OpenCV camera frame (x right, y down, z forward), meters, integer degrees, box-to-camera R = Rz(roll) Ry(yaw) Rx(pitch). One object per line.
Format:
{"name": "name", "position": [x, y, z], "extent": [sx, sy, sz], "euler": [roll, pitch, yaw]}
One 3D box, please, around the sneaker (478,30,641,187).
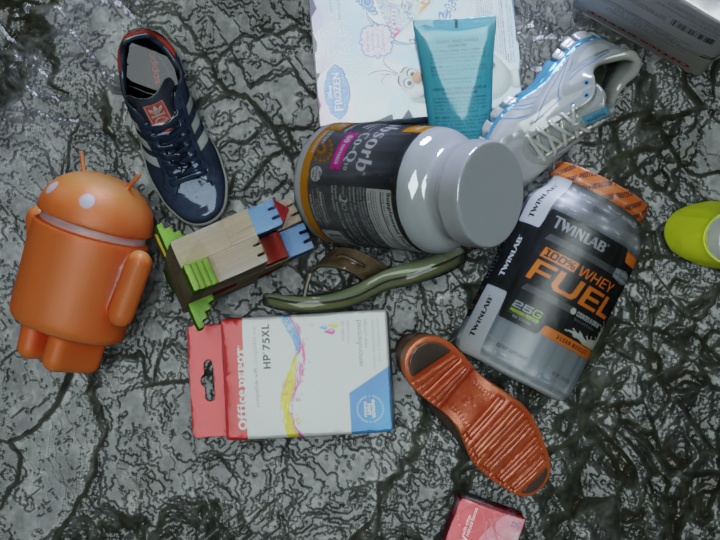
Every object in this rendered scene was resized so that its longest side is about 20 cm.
{"name": "sneaker", "position": [0.187, -0.144, 1.615], "extent": [0.200, 0.086, 0.075], "euler": [-51, 125, -14]}

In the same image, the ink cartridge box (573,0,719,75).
{"name": "ink cartridge box", "position": [0.284, -0.264, 1.589], "extent": [0.145, 0.200, 0.084], "euler": [30, 86, 3]}

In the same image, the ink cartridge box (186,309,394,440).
{"name": "ink cartridge box", "position": [-0.069, 0.101, 1.652], "extent": [0.198, 0.067, 0.117], "euler": [-4, 87, 2]}

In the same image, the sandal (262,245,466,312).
{"name": "sandal", "position": [0.001, 0.000, 1.651], "extent": [0.199, 0.080, 0.058], "euler": [-17, 92, -8]}

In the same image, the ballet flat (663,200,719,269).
{"name": "ballet flat", "position": [0.389, -0.026, 1.641], "extent": [0.198, 0.067, 0.067], "euler": [13, 89, 3]}

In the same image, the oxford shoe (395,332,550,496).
{"name": "oxford shoe", "position": [0.108, 0.131, 1.649], "extent": [0.071, 0.073, 0.200], "euler": [-41, 105, -5]}

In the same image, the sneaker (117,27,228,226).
{"name": "sneaker", "position": [-0.186, -0.138, 1.658], "extent": [0.074, 0.085, 0.201], "euler": [-23, 87, 1]}

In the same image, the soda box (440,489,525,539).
{"name": "soda box", "position": [0.092, 0.314, 1.639], "extent": [0.069, 0.063, 0.202], "euler": [19, 89, 3]}

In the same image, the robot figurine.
{"name": "robot figurine", "position": [-0.263, -0.007, 1.633], "extent": [0.116, 0.144, 0.202], "euler": [15, 97, -14]}

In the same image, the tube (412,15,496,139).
{"name": "tube", "position": [0.094, -0.137, 1.632], "extent": [0.077, 0.050, 0.202], "euler": [-5, 107, -3]}

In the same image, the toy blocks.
{"name": "toy blocks", "position": [-0.108, -0.019, 1.606], "extent": [0.136, 0.200, 0.101], "euler": [-24, 86, -11]}

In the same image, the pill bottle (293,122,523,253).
{"name": "pill bottle", "position": [0.043, -0.075, 1.585], "extent": [0.199, 0.116, 0.117], "euler": [6, 87, 43]}

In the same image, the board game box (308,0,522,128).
{"name": "board game box", "position": [0.050, -0.244, 1.674], "extent": [0.197, 0.043, 0.202], "euler": [-5, 88, 1]}

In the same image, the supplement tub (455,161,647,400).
{"name": "supplement tub", "position": [0.182, 0.008, 1.619], "extent": [0.122, 0.123, 0.201], "euler": [26, 89, 3]}
